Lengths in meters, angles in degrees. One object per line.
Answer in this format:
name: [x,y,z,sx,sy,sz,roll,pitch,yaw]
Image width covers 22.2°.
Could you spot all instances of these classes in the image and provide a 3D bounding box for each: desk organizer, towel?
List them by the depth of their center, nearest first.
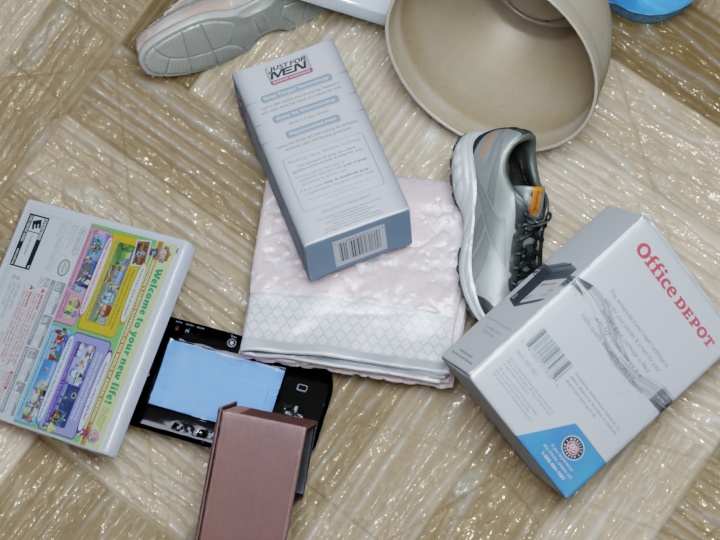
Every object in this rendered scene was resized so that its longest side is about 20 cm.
desk organizer: [-0.095,0.218,1.552,0.076,0.072,0.202,11,91,7]
towel: [0.000,0.000,1.630,0.198,0.032,0.193,7,68,6]

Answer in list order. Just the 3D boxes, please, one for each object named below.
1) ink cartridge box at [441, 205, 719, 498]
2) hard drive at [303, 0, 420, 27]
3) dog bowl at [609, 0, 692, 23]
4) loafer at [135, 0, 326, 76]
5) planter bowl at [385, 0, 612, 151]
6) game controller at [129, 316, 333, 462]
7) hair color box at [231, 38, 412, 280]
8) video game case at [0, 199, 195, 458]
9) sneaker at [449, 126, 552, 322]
ink cartridge box: [0.192,0.066,1.549,0.200,0.084,0.145,-41,108,-6]
hard drive: [-0.034,-0.302,1.678,0.198,0.026,0.133,16,61,-10]
dog bowl: [0.227,-0.298,1.686,0.199,0.050,0.112,29,80,12]
loafer: [-0.119,-0.242,1.704,0.199,0.072,0.063,-23,58,-7]
planter bowl: [0.139,-0.223,1.617,0.199,0.201,0.135,25,52,11]
game controller: [-0.126,0.105,1.623,0.198,0.042,0.105,15,78,9]
hair color box: [-0.035,-0.100,1.626,0.098,0.061,0.201,-19,60,-7]
video game case: [-0.258,0.049,1.636,0.181,0.022,0.201,14,77,26]
sneaker: [0.130,-0.029,1.595,0.079,0.074,0.202,-14,81,43]
